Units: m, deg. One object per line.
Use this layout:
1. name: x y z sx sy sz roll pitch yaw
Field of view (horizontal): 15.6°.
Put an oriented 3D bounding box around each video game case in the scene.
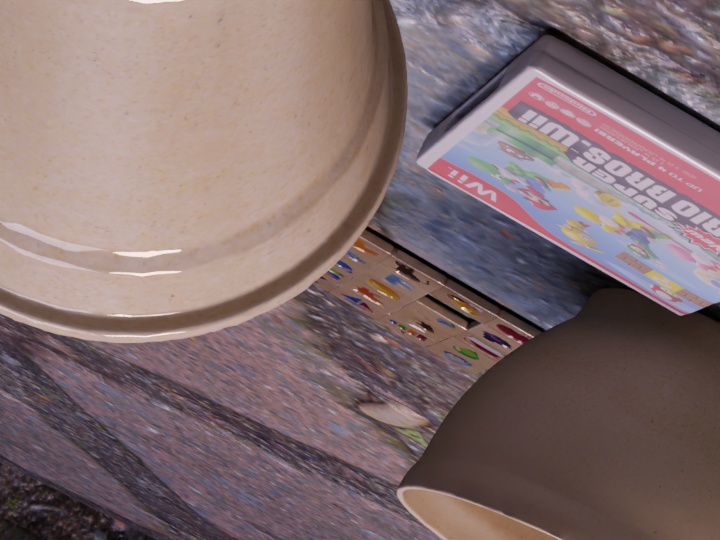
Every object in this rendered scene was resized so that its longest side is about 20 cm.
1. video game case: 0.107 -0.034 1.078 0.142 0.018 0.200 29 168 -6

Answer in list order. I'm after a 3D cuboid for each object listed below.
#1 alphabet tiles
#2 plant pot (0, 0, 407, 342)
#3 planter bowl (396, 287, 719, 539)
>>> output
1. alphabet tiles: 0.000 0.000 1.469 0.199 0.008 0.167 31 168 -7
2. plant pot: -0.072 -0.104 0.851 0.199 0.201 0.184 27 156 5
3. planter bowl: 0.134 0.093 1.251 0.199 0.135 0.200 26 167 7
